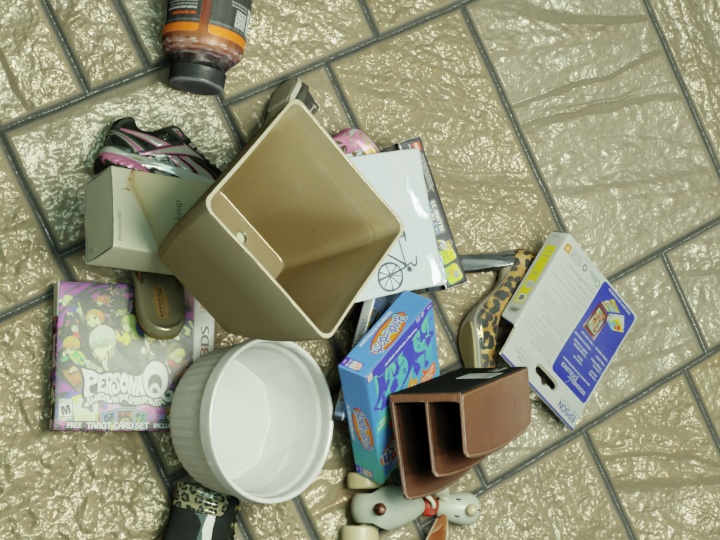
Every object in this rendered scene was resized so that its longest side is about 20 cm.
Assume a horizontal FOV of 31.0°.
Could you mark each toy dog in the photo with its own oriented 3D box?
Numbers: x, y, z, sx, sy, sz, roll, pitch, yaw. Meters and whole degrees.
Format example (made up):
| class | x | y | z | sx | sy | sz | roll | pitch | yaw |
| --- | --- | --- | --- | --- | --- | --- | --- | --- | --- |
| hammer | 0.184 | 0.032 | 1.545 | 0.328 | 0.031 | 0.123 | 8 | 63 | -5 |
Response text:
| class | x | y | z | sx | sy | sz | roll | pitch | yaw |
| --- | --- | --- | --- | --- | --- | --- | --- | --- | --- |
| toy dog | 0.070 | 0.305 | 1.686 | 0.200 | 0.096 | 0.132 | -18 | 92 | -22 |

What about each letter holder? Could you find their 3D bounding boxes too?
| class | x | y | z | sx | sy | sz | roll | pitch | yaw |
| --- | --- | --- | --- | --- | --- | --- | --- | --- | --- |
| letter holder | 0.133 | 0.207 | 1.634 | 0.200 | 0.100 | 0.142 | -10 | 95 | -59 |

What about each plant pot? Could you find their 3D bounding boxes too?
| class | x | y | z | sx | sy | sz | roll | pitch | yaw |
| --- | --- | --- | --- | --- | --- | --- | --- | --- | --- |
| plant pot | -0.109 | -0.036 | 1.468 | 0.200 | 0.177 | 0.200 | 49 | 49 | -17 |

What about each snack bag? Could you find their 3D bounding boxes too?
| class | x | y | z | sx | sy | sz | roll | pitch | yaw |
| --- | --- | --- | --- | --- | --- | --- | --- | --- | --- |
| snack bag | 0.005 | -0.057 | 1.623 | 0.200 | 0.021 | 0.189 | -11 | 89 | -23 |

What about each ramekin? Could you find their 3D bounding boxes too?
| class | x | y | z | sx | sy | sz | roll | pitch | yaw |
| --- | --- | --- | --- | --- | --- | --- | --- | --- | --- |
| ramekin | -0.139 | 0.183 | 1.584 | 0.200 | 0.105 | 0.201 | 6 | 82 | -44 |

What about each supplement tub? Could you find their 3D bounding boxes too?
| class | x | y | z | sx | sy | sz | roll | pitch | yaw |
| --- | --- | --- | --- | --- | --- | --- | --- | --- | --- |
| supplement tub | -0.192 | -0.326 | 1.637 | 0.107 | 0.107 | 0.200 | 12 | 81 | -20 |

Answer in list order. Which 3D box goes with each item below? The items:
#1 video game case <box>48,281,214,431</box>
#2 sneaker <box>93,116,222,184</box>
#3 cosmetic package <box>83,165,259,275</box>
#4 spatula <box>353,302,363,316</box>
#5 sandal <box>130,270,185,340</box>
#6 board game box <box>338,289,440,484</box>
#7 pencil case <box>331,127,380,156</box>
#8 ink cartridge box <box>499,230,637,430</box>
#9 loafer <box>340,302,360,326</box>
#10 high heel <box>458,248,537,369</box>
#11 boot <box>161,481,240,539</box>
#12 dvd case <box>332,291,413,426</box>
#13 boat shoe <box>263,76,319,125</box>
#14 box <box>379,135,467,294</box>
| class | x | y | z | sx | sy | sz | roll | pitch | yaw |
| --- | --- | --- | --- | --- | --- | --- | --- | --- | --- |
| video game case | -0.279 | 0.108 | 1.601 | 0.200 | 0.036 | 0.182 | 4 | 82 | -21 |
| sneaker | -0.227 | -0.139 | 1.625 | 0.200 | 0.080 | 0.087 | 19 | 67 | -25 |
| cosmetic package | -0.223 | -0.053 | 1.547 | 0.200 | 0.073 | 0.104 | 7 | 70 | -39 |
| spatula | -0.046 | -0.020 | 1.712 | 0.200 | 0.021 | 0.057 | 46 | 71 | -11 |
| sandal | -0.253 | -0.013 | 1.589 | 0.080 | 0.054 | 0.200 | -5 | 64 | -25 |
| board game box | 0.042 | 0.148 | 1.636 | 0.152 | 0.045 | 0.200 | -48 | 145 | -35 |
| pencil case | -0.058 | -0.106 | 1.667 | 0.200 | 0.083 | 0.087 | -41 | 105 | -30 |
| ink cartridge box | 0.278 | 0.084 | 1.787 | 0.198 | 0.047 | 0.200 | 46 | 71 | -34 |
| loafer | 0.000 | 0.000 | 1.676 | 0.073 | 0.071 | 0.200 | 35 | 72 | -17 |
| high heel | 0.205 | 0.069 | 1.775 | 0.142 | 0.071 | 0.200 | -3 | 81 | -19 |
| boot | -0.162 | 0.359 | 1.606 | 0.203 | 0.073 | 0.154 | 21 | 75 | -20 |
| dvd case | 0.025 | 0.112 | 1.682 | 0.143 | 0.018 | 0.200 | 35 | 67 | -60 |
| boat shoe | -0.101 | -0.165 | 1.656 | 0.057 | 0.067 | 0.200 | 43 | 48 | -25 |
| box | 0.074 | -0.070 | 1.716 | 0.035 | 0.110 | 0.200 | -19 | 92 | -21 |
